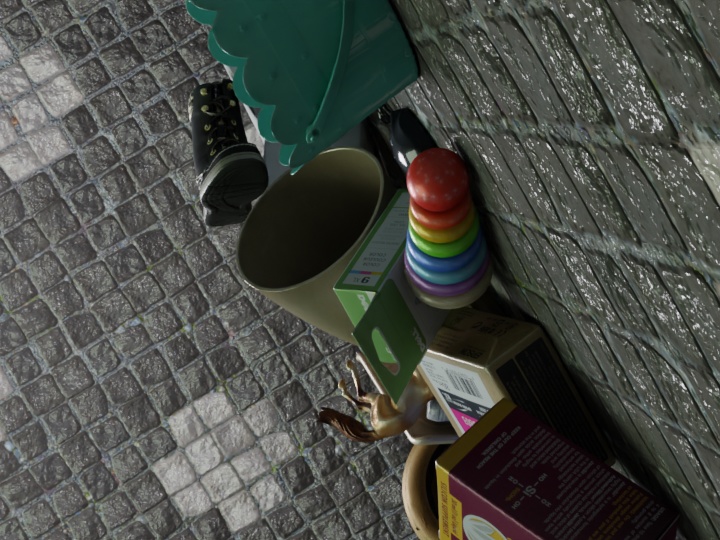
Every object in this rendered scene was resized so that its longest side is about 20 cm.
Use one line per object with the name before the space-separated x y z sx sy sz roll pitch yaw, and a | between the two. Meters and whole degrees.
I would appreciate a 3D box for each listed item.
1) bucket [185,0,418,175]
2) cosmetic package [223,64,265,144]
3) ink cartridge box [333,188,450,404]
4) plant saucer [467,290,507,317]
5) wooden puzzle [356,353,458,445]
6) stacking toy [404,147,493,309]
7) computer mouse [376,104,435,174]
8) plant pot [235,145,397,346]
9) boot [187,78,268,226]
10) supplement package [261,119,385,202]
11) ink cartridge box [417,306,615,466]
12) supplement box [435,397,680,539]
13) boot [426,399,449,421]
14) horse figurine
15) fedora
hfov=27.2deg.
bucket | -0.054 -0.200 1.231 0.207 0.135 0.207 57 177 5
cosmetic package | -0.084 -0.213 1.763 0.081 0.113 0.200 57 174 27
ink cartridge box | 0.036 0.023 1.459 0.059 0.200 0.104 3 136 36
plant saucer | 0.146 0.075 1.617 0.200 0.029 0.200 57 176 7
wooden puzzle | 0.108 0.166 1.862 0.200 0.185 0.046 51 133 51
stacking toy | 0.071 -0.043 1.326 0.085 0.085 0.200 57 172 27
computer mouse | 0.028 -0.140 1.435 0.059 0.034 0.200 60 177 -34
plant pot | 0.000 0.000 1.599 0.200 0.187 0.187 46 -175 -38
boot | -0.154 -0.146 1.654 0.204 0.073 0.154 122 140 -71
supplement package | -0.036 -0.093 1.749 0.200 0.117 0.117 65 -156 -63
ink cartridge box | 0.143 0.127 1.478 0.165 0.075 0.200 60 163 -15
supplement box | 0.173 0.230 1.329 0.200 0.103 0.131 32 146 31
boot | 0.130 0.120 1.828 0.200 0.095 0.074 -86 3 -55
horse figurine | 0.044 0.135 1.741 0.133 0.200 0.050 51 -169 31
fedora | 0.150 0.283 1.907 0.201 0.200 0.082 57 -177 27
